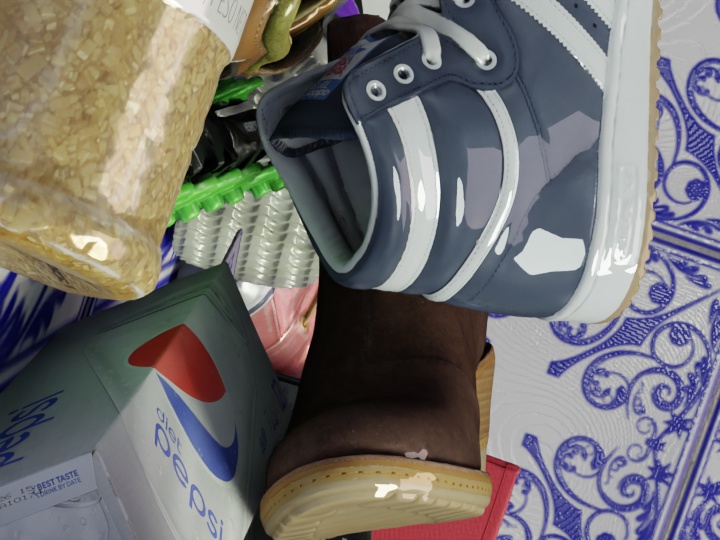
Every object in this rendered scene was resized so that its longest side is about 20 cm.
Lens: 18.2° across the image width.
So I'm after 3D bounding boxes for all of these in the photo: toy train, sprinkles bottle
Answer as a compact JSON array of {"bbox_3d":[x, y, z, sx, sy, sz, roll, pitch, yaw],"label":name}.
[{"bbox_3d":[-0.062,-0.030,0.661,0.056,0.042,0.200,-27,-179,11],"label":"toy train"},{"bbox_3d":[-0.039,-0.097,0.440,0.068,0.068,0.200,96,13,-82],"label":"sprinkles bottle"}]

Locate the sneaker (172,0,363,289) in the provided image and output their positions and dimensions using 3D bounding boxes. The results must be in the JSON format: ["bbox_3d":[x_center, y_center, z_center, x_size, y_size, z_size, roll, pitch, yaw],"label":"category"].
[{"bbox_3d":[-0.031,-0.071,0.951,0.200,0.069,0.100,110,-6,-59],"label":"sneaker"}]

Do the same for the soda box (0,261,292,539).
[{"bbox_3d":[-0.073,0.059,0.678,0.200,0.068,0.063,-63,131,-74],"label":"soda box"}]

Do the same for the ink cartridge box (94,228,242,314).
[{"bbox_3d":[-0.105,0.103,0.879,0.198,0.043,0.200,106,5,-60],"label":"ink cartridge box"}]

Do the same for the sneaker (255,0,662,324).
[{"bbox_3d":[0.029,-0.085,0.660,0.070,0.108,0.200,-9,-100,63],"label":"sneaker"}]

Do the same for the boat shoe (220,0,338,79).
[{"bbox_3d":[-0.037,-0.082,0.632,0.200,0.068,0.072,-66,174,-76],"label":"boat shoe"}]

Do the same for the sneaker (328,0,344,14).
[{"bbox_3d":[0.023,-0.173,0.790,0.108,0.070,0.200,-40,-162,41],"label":"sneaker"}]

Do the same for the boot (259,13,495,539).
[{"bbox_3d":[0.000,0.000,0.728,0.200,0.072,0.167,14,67,-79],"label":"boot"}]

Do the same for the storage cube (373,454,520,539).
[{"bbox_3d":[-0.044,0.159,1.075,0.171,0.180,0.200,103,7,-71],"label":"storage cube"}]

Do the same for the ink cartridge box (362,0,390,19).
[{"bbox_3d":[0.026,-0.165,1.014,0.200,0.057,0.163,-48,-160,39],"label":"ink cartridge box"}]

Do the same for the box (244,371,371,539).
[{"bbox_3d":[-0.046,0.158,0.784,0.200,0.050,0.158,-90,-158,-48],"label":"box"}]

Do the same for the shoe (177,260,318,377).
[{"bbox_3d":[-0.016,-0.035,1.111,0.091,0.071,0.200,49,52,-36],"label":"shoe"}]
